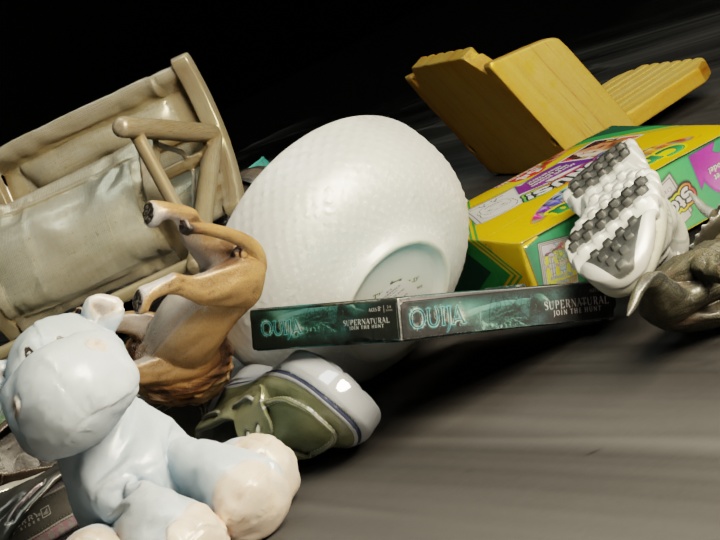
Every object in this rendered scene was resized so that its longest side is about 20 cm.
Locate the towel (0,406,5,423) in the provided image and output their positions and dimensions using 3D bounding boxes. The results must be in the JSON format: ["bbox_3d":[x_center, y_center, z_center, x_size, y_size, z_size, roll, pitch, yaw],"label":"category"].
[{"bbox_3d":[-0.274,0.124,1.670,0.200,0.031,0.150,-4,61,63],"label":"towel"}]

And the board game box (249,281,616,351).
[{"bbox_3d":[0.048,0.028,1.444,0.199,0.028,0.135,-4,-1,-44],"label":"board game box"}]

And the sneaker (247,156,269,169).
[{"bbox_3d":[-0.054,-0.048,2.019,0.199,0.121,0.084,-20,11,21],"label":"sneaker"}]

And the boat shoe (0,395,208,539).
[{"bbox_3d":[-0.171,0.142,1.499,0.199,0.067,0.057,-31,29,-27],"label":"boat shoe"}]

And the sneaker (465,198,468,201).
[{"bbox_3d":[0.050,-0.048,1.806,0.073,0.085,0.199,-26,25,-35],"label":"sneaker"}]

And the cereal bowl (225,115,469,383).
[{"bbox_3d":[0.000,0.000,1.543,0.199,0.201,0.083,-29,45,-28],"label":"cereal bowl"}]

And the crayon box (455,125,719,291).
[{"bbox_3d":[0.161,-0.043,1.663,0.199,0.059,0.172,-28,13,-22],"label":"crayon box"}]

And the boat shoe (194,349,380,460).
[{"bbox_3d":[-0.048,0.098,1.457,0.062,0.072,0.200,-49,12,-19],"label":"boat shoe"}]

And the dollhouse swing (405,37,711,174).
[{"bbox_3d":[0.184,-0.185,2.088,0.176,0.182,0.200,-47,15,-13],"label":"dollhouse swing"}]

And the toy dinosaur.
[{"bbox_3d":[0.209,0.006,1.337,0.102,0.077,0.200,-31,7,47],"label":"toy dinosaur"}]

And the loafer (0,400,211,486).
[{"bbox_3d":[-0.180,0.103,1.553,0.199,0.073,0.071,-34,-16,-18],"label":"loafer"}]

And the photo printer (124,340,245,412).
[{"bbox_3d":[-0.148,0.084,1.701,0.199,0.070,0.166,-29,11,-24],"label":"photo printer"}]

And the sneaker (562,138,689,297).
[{"bbox_3d":[0.179,-0.022,1.463,0.075,0.081,0.200,-37,11,16],"label":"sneaker"}]

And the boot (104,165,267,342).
[{"bbox_3d":[-0.147,-0.002,1.776,0.174,0.069,0.200,-40,2,-26],"label":"boot"}]

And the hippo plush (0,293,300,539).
[{"bbox_3d":[-0.134,0.093,1.360,0.158,0.162,0.200,-24,10,0],"label":"hippo plush"}]

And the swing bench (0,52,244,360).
[{"bbox_3d":[-0.202,-0.044,1.660,0.198,0.130,0.200,-24,13,16],"label":"swing bench"}]

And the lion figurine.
[{"bbox_3d":[-0.105,0.026,1.443,0.122,0.073,0.200,5,-31,-31],"label":"lion figurine"}]
